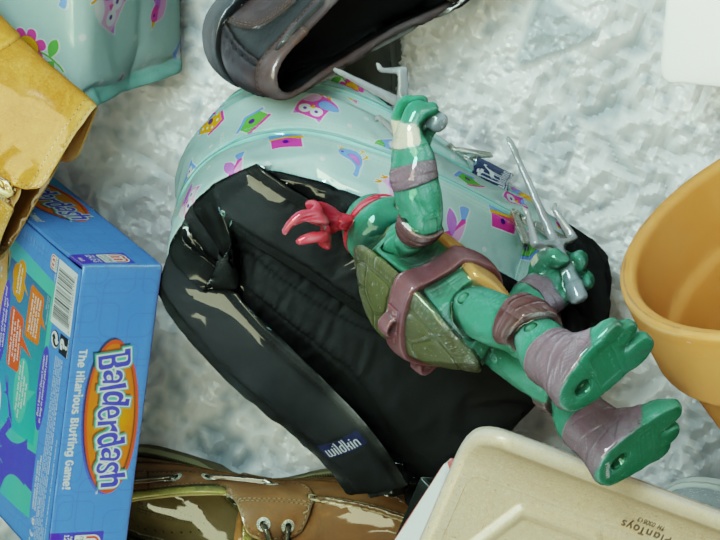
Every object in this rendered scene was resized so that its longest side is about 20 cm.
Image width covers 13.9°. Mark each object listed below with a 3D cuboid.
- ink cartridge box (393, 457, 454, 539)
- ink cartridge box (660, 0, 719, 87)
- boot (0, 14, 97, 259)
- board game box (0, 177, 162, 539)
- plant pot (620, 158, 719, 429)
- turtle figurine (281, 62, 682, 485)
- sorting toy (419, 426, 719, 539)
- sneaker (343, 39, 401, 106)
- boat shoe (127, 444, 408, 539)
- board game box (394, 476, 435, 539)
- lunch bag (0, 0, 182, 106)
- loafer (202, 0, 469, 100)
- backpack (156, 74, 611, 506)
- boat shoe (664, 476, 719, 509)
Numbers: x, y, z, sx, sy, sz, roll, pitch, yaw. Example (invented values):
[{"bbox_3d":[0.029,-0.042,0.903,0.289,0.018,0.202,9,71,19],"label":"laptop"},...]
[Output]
[{"bbox_3d":[0.096,0.191,1.371,0.199,0.068,0.117,30,101,-14],"label":"ink cartridge box"},{"bbox_3d":[0.203,-0.183,1.344,0.116,0.067,0.201,8,105,15],"label":"ink cartridge box"},{"bbox_3d":[-0.181,-0.114,1.356,0.143,0.071,0.202,28,120,6],"label":"boot"},{"bbox_3d":[-0.164,0.037,1.455,0.045,0.200,0.153,-1,110,-29],"label":"board game box"},{"bbox_3d":[0.230,0.030,1.294,0.199,0.200,0.141,-17,114,20],"label":"plant pot"},{"bbox_3d":[0.051,0.002,1.275,0.101,0.150,0.200,-50,53,7],"label":"turtle figurine"},{"bbox_3d":[0.097,0.180,1.318,0.184,0.037,0.201,21,107,-10],"label":"sorting toy"},{"bbox_3d":[-0.042,-0.149,1.413,0.076,0.091,0.201,-18,103,20],"label":"sneaker"},{"bbox_3d":[-0.049,0.138,1.501,0.199,0.068,0.072,5,104,14],"label":"boat shoe"},{"bbox_3d":[0.051,0.195,1.458,0.028,0.135,0.201,44,119,45],"label":"board game box"},{"bbox_3d":[-0.191,-0.180,1.437,0.199,0.122,0.171,15,113,25],"label":"lunch bag"},{"bbox_3d":[0.024,-0.137,1.367,0.199,0.063,0.072,-32,126,-11],"label":"loafer"},{"bbox_3d":[0.000,0.000,1.406,0.199,0.127,0.167,31,119,-16],"label":"backpack"},{"bbox_3d":[0.172,0.203,1.453,0.074,0.065,0.203,3,104,15],"label":"boat shoe"}]
